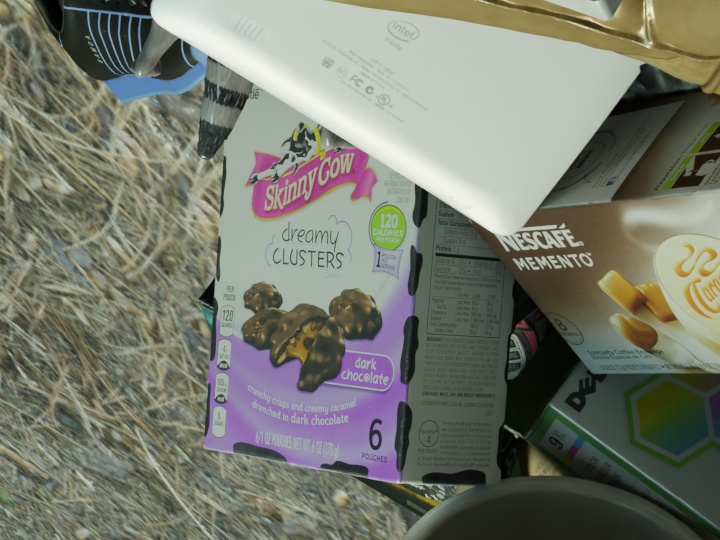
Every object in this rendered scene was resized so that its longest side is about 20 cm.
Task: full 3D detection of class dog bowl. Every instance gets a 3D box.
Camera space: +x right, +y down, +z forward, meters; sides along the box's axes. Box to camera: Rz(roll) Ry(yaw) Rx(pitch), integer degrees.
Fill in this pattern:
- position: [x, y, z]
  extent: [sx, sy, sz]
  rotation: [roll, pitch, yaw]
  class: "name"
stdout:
- position: [0.094, 0.181, 1.182]
  extent: [0.199, 0.200, 0.059]
  rotation: [28, 137, 23]
  class: "dog bowl"

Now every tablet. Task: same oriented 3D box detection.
- position: [0.021, -0.112, 1.092]
  extent: [0.199, 0.014, 0.130]
  rotation: [31, 113, -14]
  class: "tablet"

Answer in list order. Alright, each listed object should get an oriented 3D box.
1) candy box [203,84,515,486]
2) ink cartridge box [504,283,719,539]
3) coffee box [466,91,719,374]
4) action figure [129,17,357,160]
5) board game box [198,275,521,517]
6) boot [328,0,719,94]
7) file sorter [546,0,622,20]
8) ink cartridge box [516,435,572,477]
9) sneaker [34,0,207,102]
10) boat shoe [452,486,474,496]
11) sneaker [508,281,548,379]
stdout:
- position: [0.000, 0.000, 1.252]
  extent: [0.071, 0.201, 0.167]
  rotation: [4, 180, -38]
  class: "candy box"
- position: [0.154, 0.068, 1.253]
  extent: [0.200, 0.104, 0.059]
  rotation: [36, 155, 8]
  class: "ink cartridge box"
- position: [0.159, -0.017, 1.134]
  extent: [0.115, 0.080, 0.200]
  rotation: [51, 153, -22]
  class: "coffee box"
- position: [-0.012, -0.141, 1.118]
  extent: [0.199, 0.105, 0.194]
  rotation: [27, 124, 16]
  class: "action figure"
- position: [0.005, 0.084, 1.391]
  extent: [0.199, 0.028, 0.135]
  rotation: [29, 158, 23]
  class: "board game box"
- position: [0.077, -0.135, 0.987]
  extent: [0.199, 0.066, 0.175]
  rotation: [15, 154, 0]
  class: "boot"
- position: [0.025, -0.208, 0.906]
  extent: [0.199, 0.139, 0.125]
  rotation: [23, 164, 32]
  class: "file sorter"
- position: [0.164, 0.131, 1.379]
  extent: [0.164, 0.075, 0.200]
  rotation: [37, 154, 3]
  class: "ink cartridge box"
- position: [-0.115, -0.141, 1.320]
  extent: [0.078, 0.070, 0.200]
  rotation: [41, 157, -18]
  class: "sneaker"
- position: [0.131, 0.168, 1.313]
  extent: [0.199, 0.065, 0.072]
  rotation: [25, 176, -15]
  class: "boat shoe"
- position: [0.022, 0.001, 1.377]
  extent: [0.199, 0.081, 0.075]
  rotation: [27, 124, 24]
  class: "sneaker"
